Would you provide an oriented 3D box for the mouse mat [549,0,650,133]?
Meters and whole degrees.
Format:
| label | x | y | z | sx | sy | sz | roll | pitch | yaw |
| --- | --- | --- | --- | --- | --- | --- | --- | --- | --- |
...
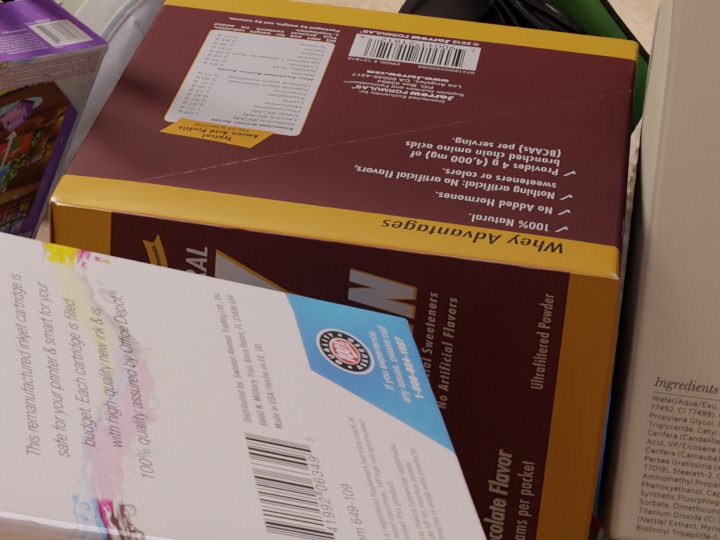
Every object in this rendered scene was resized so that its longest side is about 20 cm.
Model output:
| label | x | y | z | sx | sy | sz | roll | pitch | yaw |
| --- | --- | --- | --- | --- | --- | --- | --- | --- | --- |
| mouse mat | 0.131 | -0.083 | 1.134 | 0.200 | 0.008 | 0.161 | 52 | -10 | -6 |

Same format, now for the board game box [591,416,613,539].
| label | x | y | z | sx | sy | sz | roll | pitch | yaw |
| --- | --- | --- | --- | --- | --- | --- | --- | --- | --- |
| board game box | 0.119 | 0.088 | 0.969 | 0.200 | 0.039 | 0.158 | 9 | 26 | -38 |

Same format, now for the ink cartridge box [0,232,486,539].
| label | x | y | z | sx | sy | sz | roll | pitch | yaw |
| --- | --- | --- | --- | --- | --- | --- | --- | --- | --- |
| ink cartridge box | -0.087 | 0.091 | 0.678 | 0.199 | 0.146 | 0.147 | 13 | 29 | -20 |

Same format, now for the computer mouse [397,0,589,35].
| label | x | y | z | sx | sy | sz | roll | pitch | yaw |
| --- | --- | --- | --- | --- | --- | --- | --- | --- | --- |
| computer mouse | 0.049 | -0.114 | 1.167 | 0.053 | 0.200 | 0.139 | -38 | 84 | -14 |

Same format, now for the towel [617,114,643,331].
| label | x | y | z | sx | sy | sz | roll | pitch | yaw |
| --- | --- | --- | --- | --- | --- | --- | --- | --- | --- |
| towel | 0.184 | 0.001 | 1.005 | 0.199 | 0.133 | 0.035 | 16 | 26 | -24 |

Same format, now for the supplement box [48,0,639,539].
| label | x | y | z | sx | sy | sz | roll | pitch | yaw |
| --- | --- | --- | --- | --- | --- | --- | --- | --- | --- |
| supplement box | 0.000 | 0.000 | 0.863 | 0.196 | 0.133 | 0.200 | 7 | 29 | 5 |

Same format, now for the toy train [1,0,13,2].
| label | x | y | z | sx | sy | sz | roll | pitch | yaw |
| --- | --- | --- | --- | --- | --- | --- | --- | --- | --- |
| toy train | -0.145 | -0.122 | 1.137 | 0.199 | 0.034 | 0.046 | 25 | 31 | 3 |

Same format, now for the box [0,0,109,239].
| label | x | y | z | sx | sy | sz | roll | pitch | yaw |
| --- | --- | --- | --- | --- | --- | --- | --- | --- | --- |
| box | -0.189 | -0.022 | 0.811 | 0.039 | 0.137 | 0.200 | 38 | 30 | 23 |

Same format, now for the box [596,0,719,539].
| label | x | y | z | sx | sy | sz | roll | pitch | yaw |
| --- | --- | --- | --- | --- | --- | --- | --- | --- | --- |
| box | 0.137 | 0.002 | 0.829 | 0.082 | 0.201 | 0.068 | 8 | -1 | 2 |

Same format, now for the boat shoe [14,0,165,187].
| label | x | y | z | sx | sy | sz | roll | pitch | yaw |
| --- | --- | --- | --- | --- | --- | --- | --- | --- | --- |
| boat shoe | -0.127 | -0.097 | 1.065 | 0.070 | 0.072 | 0.201 | -11 | 28 | 24 |
